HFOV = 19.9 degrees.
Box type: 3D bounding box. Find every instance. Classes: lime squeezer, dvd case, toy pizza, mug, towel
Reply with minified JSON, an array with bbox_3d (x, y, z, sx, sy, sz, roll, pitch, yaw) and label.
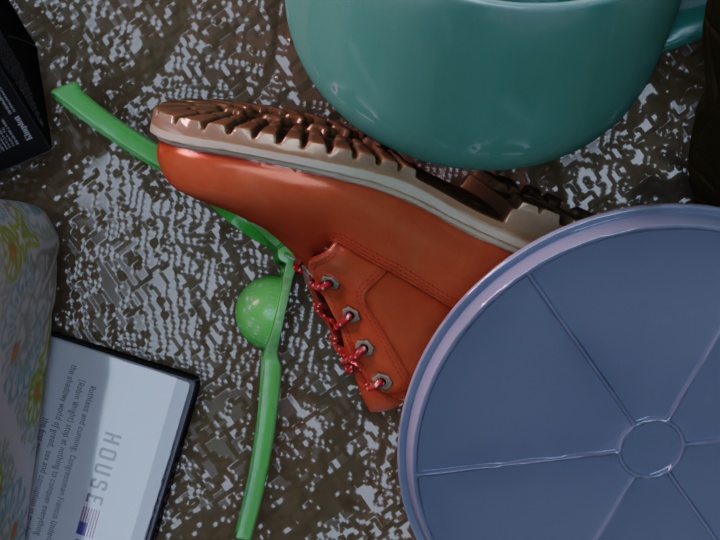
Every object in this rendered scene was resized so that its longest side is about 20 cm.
[{"bbox_3d":[-0.055,0.006,0.844,0.070,0.038,0.201,-23,92,-27],"label":"lime squeezer"},{"bbox_3d":[-0.182,0.088,0.871,0.198,0.025,0.151,17,92,4],"label":"dvd case"},{"bbox_3d":[0.112,0.063,0.812,0.198,0.032,0.202,-3,115,-5],"label":"toy pizza"},{"bbox_3d":[0.060,-0.107,0.784,0.184,0.115,0.152,25,53,11],"label":"mug"},{"bbox_3d":[-0.166,0.071,0.773,0.048,0.171,0.202,8,91,7],"label":"towel"}]

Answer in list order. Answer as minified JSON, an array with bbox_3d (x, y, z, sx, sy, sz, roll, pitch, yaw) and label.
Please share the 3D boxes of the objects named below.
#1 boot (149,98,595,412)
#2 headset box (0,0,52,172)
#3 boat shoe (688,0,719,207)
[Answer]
[{"bbox_3d":[0.000,0.000,0.813,0.199,0.075,0.108,21,102,-14],"label":"boot"},{"bbox_3d":[-0.244,-0.081,0.810,0.199,0.078,0.149,-22,133,6],"label":"headset box"},{"bbox_3d":[0.169,-0.072,0.760,0.066,0.200,0.074,-25,69,-12],"label":"boat shoe"}]
